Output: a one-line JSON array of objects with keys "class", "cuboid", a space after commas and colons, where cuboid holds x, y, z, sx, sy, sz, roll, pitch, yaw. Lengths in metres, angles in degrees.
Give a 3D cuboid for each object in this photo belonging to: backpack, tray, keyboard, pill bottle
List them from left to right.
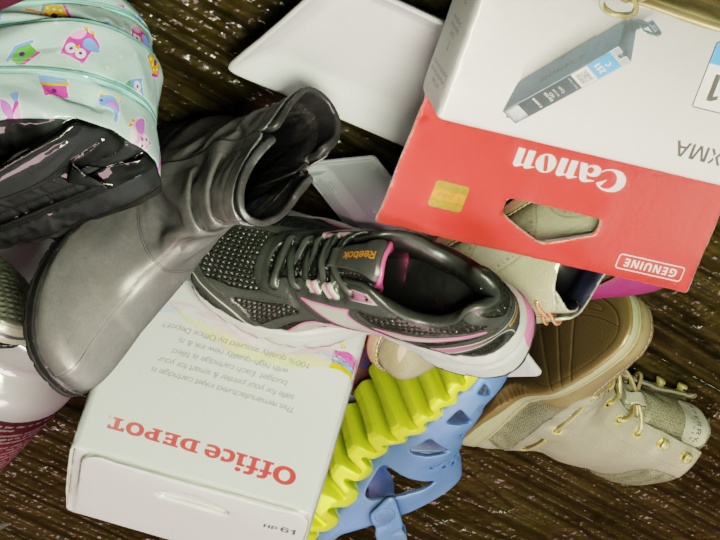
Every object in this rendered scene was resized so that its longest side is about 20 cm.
[{"class": "pill bottle", "cuboid": [-0.240, 0.061, 1.859, 0.113, 0.113, 0.200, 18, 144, -25]}, {"class": "backpack", "cuboid": [-0.206, -0.082, 1.625, 0.200, 0.127, 0.167, -13, 159, 24]}, {"class": "tray", "cuboid": [0.035, -0.111, 1.676, 0.200, 0.022, 0.107, 22, 140, -30]}, {"class": "keyboard", "cuboid": [0.040, 0.000, 1.802, 0.056, 0.011, 0.200, -9, 134, 38]}]

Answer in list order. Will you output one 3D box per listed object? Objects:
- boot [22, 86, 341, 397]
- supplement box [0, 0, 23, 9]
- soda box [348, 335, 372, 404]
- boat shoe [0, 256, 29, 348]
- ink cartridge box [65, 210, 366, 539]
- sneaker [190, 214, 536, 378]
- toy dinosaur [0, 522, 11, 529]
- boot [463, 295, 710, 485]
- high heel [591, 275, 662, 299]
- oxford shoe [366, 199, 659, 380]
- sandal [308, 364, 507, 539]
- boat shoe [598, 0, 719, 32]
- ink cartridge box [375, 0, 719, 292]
[{"class": "boot", "cuboid": [-0.099, -0.022, 1.644, 0.070, 0.200, 0.132, 43, 147, -26]}, {"class": "supplement box", "cuboid": [-0.160, -0.206, 1.469, 0.200, 0.086, 0.110, -18, 143, 27]}, {"class": "soda box", "cuboid": [-0.056, 0.057, 1.890, 0.200, 0.070, 0.063, 13, 144, -20]}, {"class": "boat shoe", "cuboid": [-0.270, 0.009, 1.748, 0.200, 0.075, 0.062, 21, 112, 25]}, {"class": "ink cartridge box", "cuboid": [-0.078, 0.062, 1.756, 0.144, 0.200, 0.085, 16, 146, 0]}, {"class": "sneaker", "cuboid": [0.000, 0.000, 1.685, 0.200, 0.080, 0.086, 8, 161, 11]}, {"class": "toy dinosaur", "cuboid": [-0.343, 0.151, 2.055, 0.200, 0.077, 0.102, 2, 159, -12]}, {"class": "boot", "cuboid": [0.167, 0.078, 1.923, 0.155, 0.072, 0.200, 19, 148, -25]}, {"class": "high heel", "cuboid": [0.127, -0.015, 1.777, 0.096, 0.067, 0.200, 10, 150, -31]}, {"class": "oxford shoe", "cuboid": [0.087, 0.007, 1.737, 0.200, 0.074, 0.071, -42, 146, 20]}, {"class": "sandal", "cuboid": [0.030, 0.108, 1.847, 0.087, 0.080, 0.200, 27, 125, -27]}, {"class": "boat shoe", "cuboid": [0.173, -0.162, 1.557, 0.200, 0.063, 0.073, 11, 146, -15]}, {"class": "ink cartridge box", "cuboid": [0.130, -0.074, 1.638, 0.200, 0.045, 0.176, 12, 113, -18]}]
